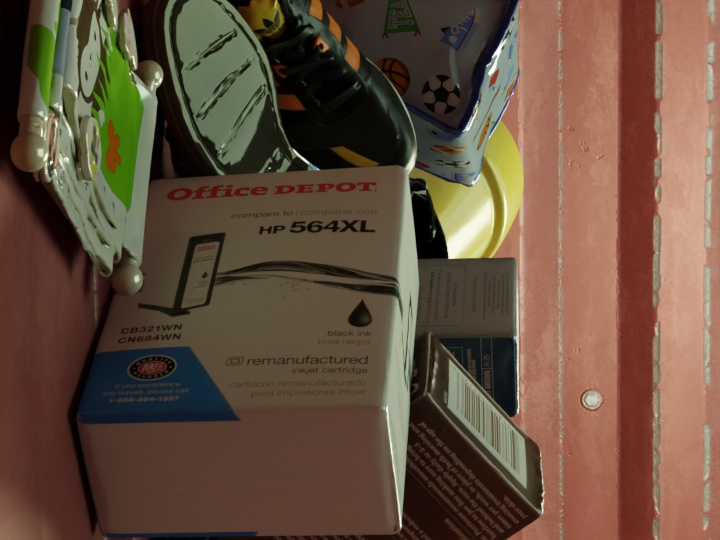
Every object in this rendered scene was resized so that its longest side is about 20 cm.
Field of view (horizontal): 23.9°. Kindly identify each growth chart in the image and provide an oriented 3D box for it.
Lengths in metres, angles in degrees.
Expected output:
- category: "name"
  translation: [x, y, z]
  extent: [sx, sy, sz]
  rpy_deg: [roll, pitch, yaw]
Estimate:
- category: "growth chart"
  translation: [-0.116, -0.076, 0.739]
  extent: [0.200, 0.018, 0.145]
  rpy_deg: [75, 15, -71]

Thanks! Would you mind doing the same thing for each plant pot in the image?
- category: "plant pot"
  translation: [0.032, -0.049, 1.556]
  extent: [0.189, 0.200, 0.201]
  rpy_deg: [-60, 152, -51]

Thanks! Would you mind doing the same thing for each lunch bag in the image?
- category: "lunch bag"
  translation: [0.002, -0.155, 1.136]
  extent: [0.170, 0.199, 0.124]
  rpy_deg: [63, 49, -77]

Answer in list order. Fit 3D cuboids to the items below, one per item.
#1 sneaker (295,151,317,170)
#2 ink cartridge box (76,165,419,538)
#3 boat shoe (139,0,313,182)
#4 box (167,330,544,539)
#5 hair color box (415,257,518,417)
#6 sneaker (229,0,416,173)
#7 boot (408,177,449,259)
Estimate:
- category: "sneaker"
  translation: [-0.043, -0.074, 1.117]
  extent: [0.105, 0.076, 0.200]
  rpy_deg: [-44, 165, -22]
- category: "ink cartridge box"
  translation: [-0.048, 0.036, 0.853]
  extent: [0.200, 0.145, 0.085]
  rpy_deg: [-85, 170, -53]
- category: "boat shoe"
  translation: [-0.081, -0.073, 0.954]
  extent: [0.072, 0.068, 0.200]
  rpy_deg: [-47, 129, -30]
- category: "box"
  translation: [-0.006, 0.136, 0.937]
  extent: [0.100, 0.200, 0.075]
  rpy_deg: [47, 20, -17]
- category: "hair color box"
  translation: [-0.003, 0.041, 1.043]
  extent: [0.100, 0.199, 0.061]
  rpy_deg: [-80, 168, -61]
- category: "sneaker"
  translation: [-0.044, -0.127, 0.964]
  extent: [0.200, 0.070, 0.090]
  rpy_deg: [53, 8, 0]
- category: "boot"
  translation: [0.000, 0.000, 1.197]
  extent: [0.174, 0.069, 0.200]
  rpy_deg: [-55, -143, 33]
